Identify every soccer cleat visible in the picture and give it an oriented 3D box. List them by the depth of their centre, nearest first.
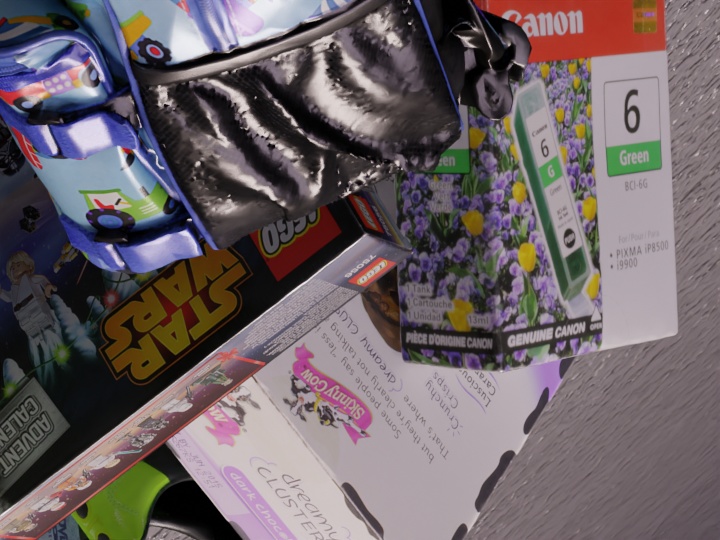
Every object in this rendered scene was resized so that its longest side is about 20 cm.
[{"bbox_3d":[-0.034,0.071,1.040,0.199,0.081,0.068,-11,151,-39],"label":"soccer cleat"}]

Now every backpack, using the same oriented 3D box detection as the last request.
[{"bbox_3d":[-0.059,-0.120,0.662,0.134,0.183,0.200,-26,149,0],"label":"backpack"}]

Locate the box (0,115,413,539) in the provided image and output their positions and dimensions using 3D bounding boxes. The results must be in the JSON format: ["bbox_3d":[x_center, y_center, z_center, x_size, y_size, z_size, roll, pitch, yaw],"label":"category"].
[{"bbox_3d":[-0.098,-0.005,0.852,0.200,0.137,0.040,-38,158,15],"label":"box"}]

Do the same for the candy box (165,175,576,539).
[{"bbox_3d":[0.000,0.000,0.999,0.071,0.168,0.200,-15,-151,45],"label":"candy box"}]

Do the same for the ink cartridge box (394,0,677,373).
[{"bbox_3d":[0.063,-0.069,0.965,0.109,0.050,0.201,-9,99,-47],"label":"ink cartridge box"}]

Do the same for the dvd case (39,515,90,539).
[{"bbox_3d":[-0.197,0.141,1.064,0.199,0.018,0.143,-9,155,-3],"label":"dvd case"}]
